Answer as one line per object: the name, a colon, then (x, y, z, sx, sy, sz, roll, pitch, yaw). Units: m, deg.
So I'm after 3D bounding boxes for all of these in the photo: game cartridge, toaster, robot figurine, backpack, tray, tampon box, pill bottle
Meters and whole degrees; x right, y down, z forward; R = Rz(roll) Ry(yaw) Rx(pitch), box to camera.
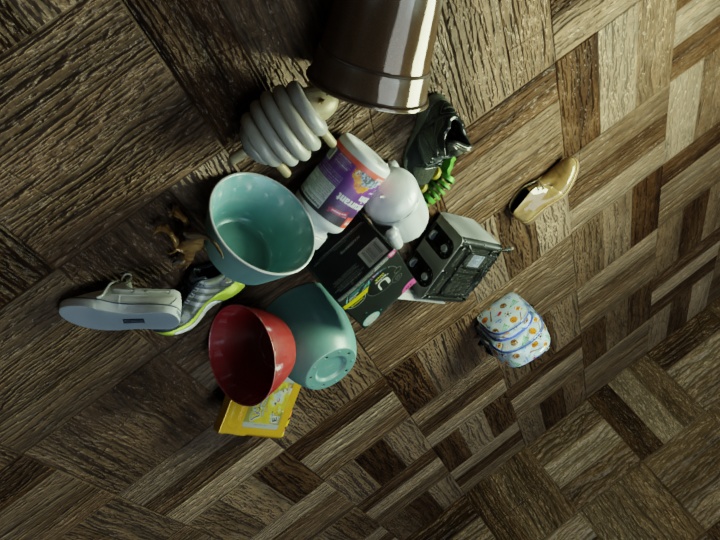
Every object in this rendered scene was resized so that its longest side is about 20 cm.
game cartridge: (-0.225, 0.292, 1.679, 0.199, 0.032, 0.178, 21, 91, -52)
toaster: (0.217, -0.026, 1.707, 0.199, 0.119, 0.181, 6, 126, -45)
robot figurine: (0.068, -0.126, 1.433, 0.112, 0.171, 0.200, -8, 156, 14)
backpack: (0.433, 0.171, 2.069, 0.200, 0.191, 0.154, -39, 130, 1)
tray: (0.102, 0.047, 1.708, 0.199, 0.107, 0.022, 8, 100, -47)
tampon box: (0.000, 0.000, 1.459, 0.150, 0.126, 0.200, -42, 154, 0)
pill bottle: (-0.048, -0.139, 1.340, 0.200, 0.112, 0.111, -50, 144, 15)

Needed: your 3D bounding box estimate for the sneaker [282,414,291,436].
sneaker: (-0.240, 0.339, 1.760, 0.200, 0.070, 0.091, 28, 90, -51)

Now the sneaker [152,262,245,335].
sneaker: (-0.305, 0.039, 1.353, 0.200, 0.074, 0.081, -40, 140, -12)

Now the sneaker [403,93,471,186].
sneaker: (0.147, -0.226, 1.422, 0.076, 0.115, 0.200, -12, 140, -30)

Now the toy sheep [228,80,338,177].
toy sheep: (-0.121, -0.223, 1.165, 0.199, 0.138, 0.138, -35, 146, 6)

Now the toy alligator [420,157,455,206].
toy alligator: (0.136, -0.154, 1.544, 0.200, 0.054, 0.059, -46, 145, 9)

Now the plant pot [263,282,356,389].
plant pot: (-0.101, 0.156, 1.583, 0.199, 0.161, 0.202, -25, 144, -19)

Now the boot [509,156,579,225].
boot: (0.440, -0.198, 1.768, 0.075, 0.074, 0.200, 25, 114, -42)

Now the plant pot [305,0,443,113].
plant pot: (0.034, -0.368, 1.102, 0.199, 0.200, 0.200, -8, 127, -36)

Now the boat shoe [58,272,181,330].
boat shoe: (-0.405, 0.047, 1.260, 0.200, 0.087, 0.075, 0, 143, -3)

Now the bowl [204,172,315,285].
bowl: (-0.187, -0.055, 1.262, 0.200, 0.202, 0.105, -3, 152, -41)

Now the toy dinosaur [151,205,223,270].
toy dinosaur: (-0.280, -0.054, 1.221, 0.061, 0.106, 0.200, -54, -165, -26)

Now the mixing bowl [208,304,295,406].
mixing bowl: (-0.202, 0.160, 1.478, 0.108, 0.200, 0.201, -10, 138, -50)
